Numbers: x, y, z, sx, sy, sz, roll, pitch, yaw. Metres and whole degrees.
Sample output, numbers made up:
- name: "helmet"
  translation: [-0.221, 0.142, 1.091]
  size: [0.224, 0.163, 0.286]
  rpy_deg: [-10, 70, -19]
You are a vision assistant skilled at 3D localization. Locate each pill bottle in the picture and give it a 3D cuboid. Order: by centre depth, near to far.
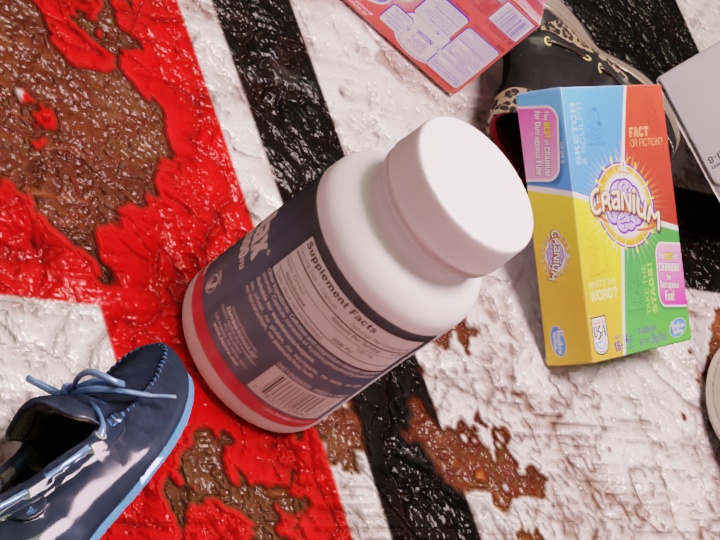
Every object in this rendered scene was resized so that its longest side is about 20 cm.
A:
- name: "pill bottle"
  translation: [0.000, 0.000, 1.161]
  size: [0.119, 0.200, 0.120]
  rpy_deg: [31, 40, -30]

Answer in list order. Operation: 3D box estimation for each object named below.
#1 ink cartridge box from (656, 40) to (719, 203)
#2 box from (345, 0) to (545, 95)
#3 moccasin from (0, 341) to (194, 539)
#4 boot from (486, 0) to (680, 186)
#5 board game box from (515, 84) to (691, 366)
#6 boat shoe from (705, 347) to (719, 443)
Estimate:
- name: "ink cartridge box"
  translation: [0.368, -0.127, 1.713]
  size: [0.145, 0.145, 0.200]
  rpy_deg: [63, 17, 13]
- name: "box"
  translation: [0.040, -0.245, 1.513]
  size: [0.200, 0.103, 0.095]
  rpy_deg: [39, 36, -18]
- name: "moccasin"
  translation: [-0.145, 0.089, 1.013]
  size: [0.068, 0.080, 0.200]
  rpy_deg: [55, 31, -18]
- name: "boot"
  translation: [0.176, -0.116, 1.587]
  size: [0.200, 0.073, 0.151]
  rpy_deg: [44, 39, -26]
- name: "board game box"
  translation: [0.183, -0.037, 1.483]
  size: [0.153, 0.040, 0.201]
  rpy_deg: [-9, 92, -52]
- name: "boat shoe"
  translation: [0.312, 0.143, 1.551]
  size: [0.063, 0.072, 0.200]
  rpy_deg: [82, 1, -47]
